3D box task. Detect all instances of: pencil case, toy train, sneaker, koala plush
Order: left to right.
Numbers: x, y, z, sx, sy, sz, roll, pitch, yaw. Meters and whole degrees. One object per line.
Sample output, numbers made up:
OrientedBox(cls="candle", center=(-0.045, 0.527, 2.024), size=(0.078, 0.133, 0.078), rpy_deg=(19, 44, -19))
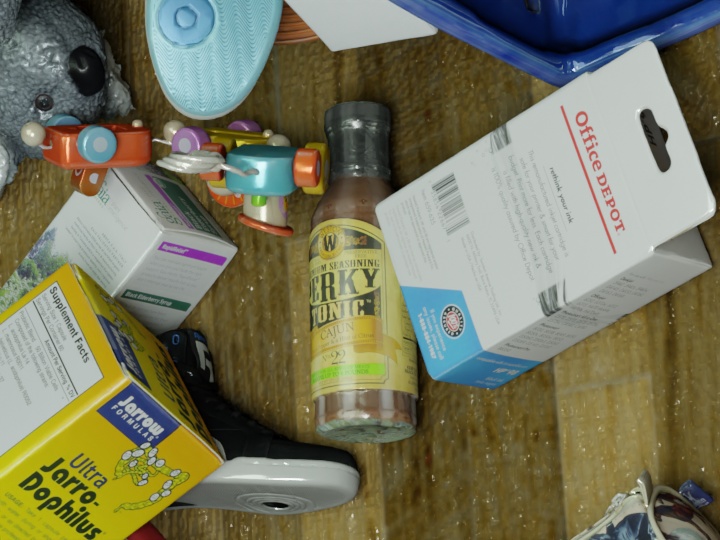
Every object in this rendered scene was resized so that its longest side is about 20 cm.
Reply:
OrientedBox(cls="koala plush", center=(-0.216, -0.158, 1.553), size=(0.184, 0.177, 0.200), rpy_deg=(14, 132, 39))
OrientedBox(cls="toy train", center=(-0.106, -0.055, 1.462), size=(0.200, 0.150, 0.056), rpy_deg=(19, 110, 57))
OrientedBox(cls="sneaker", center=(-0.090, -0.183, 1.423), size=(0.131, 0.080, 0.200), rpy_deg=(168, 104, -81))
OrientedBox(cls="sneaker", center=(-0.088, 0.087, 1.503), size=(0.200, 0.073, 0.112), rpy_deg=(-3, 67, 28))
OrientedBox(cls="pencil case", center=(0.109, 0.189, 1.327), size=(0.200, 0.078, 0.089), rpy_deg=(-36, 82, 26))

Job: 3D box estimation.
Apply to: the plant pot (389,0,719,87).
OrientedBox(cls="plant pot", center=(0.123, -0.236, 1.331), size=(0.200, 0.200, 0.180), rpy_deg=(-22, 63, 32))

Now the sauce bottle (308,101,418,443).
OrientedBox(cls="sauce bottle", center=(0.000, 0.000, 1.457), size=(0.065, 0.065, 0.200), rpy_deg=(-14, 70, 34))

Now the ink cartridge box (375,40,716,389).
OrientedBox(cls="ink cartridge box", center=(0.116, -0.028, 1.372), size=(0.200, 0.067, 0.116), rpy_deg=(-31, 64, 29))

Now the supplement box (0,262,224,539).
OrientedBox(cls="supplement box", center=(-0.201, 0.112, 1.444), size=(0.200, 0.110, 0.109), rpy_deg=(-37, 46, 6))

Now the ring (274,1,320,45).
OrientedBox(cls="ring", center=(-0.028, -0.222, 1.474), size=(0.200, 0.019, 0.200), rpy_deg=(-9, 65, 20))

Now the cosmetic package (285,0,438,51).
OrientedBox(cls="cosmetic package", center=(-0.001, -0.238, 1.399), size=(0.071, 0.101, 0.200), rpy_deg=(-8, 64, 23))

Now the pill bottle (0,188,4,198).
OrientedBox(cls="pill bottle", center=(-0.270, -0.152, 1.662), size=(0.111, 0.111, 0.200), rpy_deg=(18, 91, 38))

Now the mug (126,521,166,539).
OrientedBox(cls="mug", center=(-0.151, 0.243, 1.471), size=(0.200, 0.133, 0.178), rpy_deg=(14, 125, 34))

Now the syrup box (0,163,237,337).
OrientedBox(cls="syrup box", center=(-0.177, 0.030, 1.574), size=(0.200, 0.081, 0.079), rpy_deg=(-51, 57, 15))
